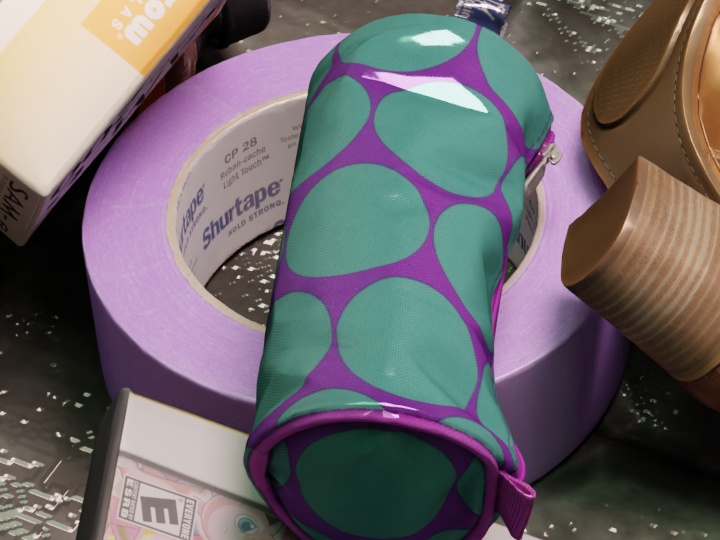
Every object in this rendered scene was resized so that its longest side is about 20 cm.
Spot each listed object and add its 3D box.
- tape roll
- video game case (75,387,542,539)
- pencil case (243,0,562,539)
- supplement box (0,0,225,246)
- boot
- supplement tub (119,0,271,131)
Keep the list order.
[{"bbox_3d":[0.000,0.000,1.063,0.200,0.066,0.200,-2,44,2],"label":"tape roll"},{"bbox_3d":[-0.008,0.143,0.891,0.181,0.026,0.200,21,43,-14],"label":"video game case"},{"bbox_3d":[0.017,0.002,0.954,0.092,0.085,0.200,11,46,-1],"label":"pencil case"},{"bbox_3d":[-0.158,-0.123,1.046,0.200,0.074,0.126,38,71,-2],"label":"supplement box"},{"bbox_3d":[0.158,-0.021,1.025,0.155,0.077,0.200,33,39,-15],"label":"boot"},{"bbox_3d":[-0.139,-0.095,1.139,0.200,0.107,0.107,-22,47,-18],"label":"supplement tub"}]
